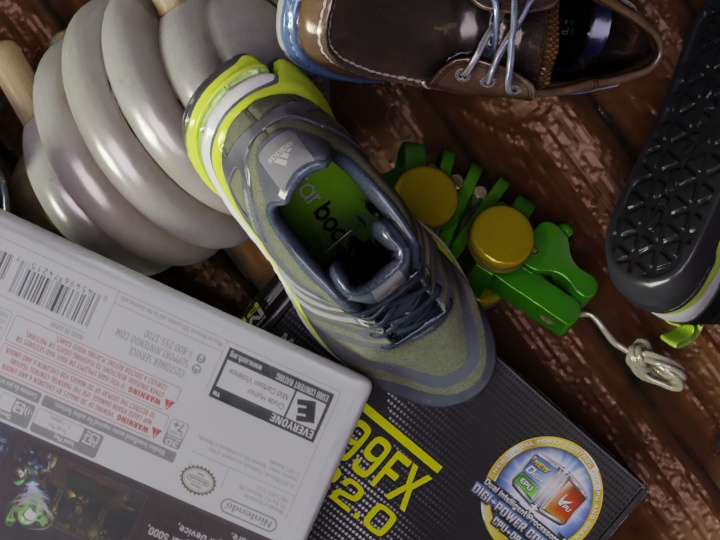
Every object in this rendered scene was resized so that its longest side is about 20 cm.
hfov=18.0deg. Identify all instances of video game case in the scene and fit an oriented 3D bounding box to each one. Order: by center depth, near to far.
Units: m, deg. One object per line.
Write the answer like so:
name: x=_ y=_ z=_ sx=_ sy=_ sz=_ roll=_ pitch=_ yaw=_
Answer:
video game case: x=-0.119 y=0.090 z=0.968 sx=0.199 sy=0.023 sz=0.183 roll=25 pitch=86 yaw=-13

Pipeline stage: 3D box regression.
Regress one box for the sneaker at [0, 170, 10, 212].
sneaker: x=-0.198 y=-0.053 z=1.017 sx=0.074 sy=0.085 sz=0.201 roll=-19 pitch=77 yaw=-27

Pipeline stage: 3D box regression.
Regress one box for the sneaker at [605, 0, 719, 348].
sneaker: x=0.179 y=-0.061 z=1.032 sx=0.072 sy=0.083 sz=0.201 roll=34 pitch=94 yaw=43

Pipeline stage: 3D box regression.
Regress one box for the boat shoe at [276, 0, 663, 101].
boat shoe: x=0.053 y=-0.109 z=0.959 sx=0.072 sy=0.199 sz=0.073 roll=26 pitch=114 yaw=41

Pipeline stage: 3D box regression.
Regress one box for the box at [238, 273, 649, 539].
box: x=0.010 y=0.097 z=1.057 sx=0.200 sy=0.044 sz=0.160 roll=41 pitch=93 yaw=-18

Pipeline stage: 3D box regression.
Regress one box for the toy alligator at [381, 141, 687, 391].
toy alligator: x=0.071 y=-0.012 z=1.058 sx=0.199 sy=0.059 sz=0.055 roll=27 pitch=66 yaw=0

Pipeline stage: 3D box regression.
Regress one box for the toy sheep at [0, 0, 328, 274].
toy sheep: x=-0.082 y=-0.073 z=1.013 sx=0.199 sy=0.138 sz=0.138 roll=-33 pitch=99 yaw=32

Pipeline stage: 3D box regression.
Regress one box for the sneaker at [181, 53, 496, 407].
sneaker: x=0.000 y=0.000 z=0.952 sx=0.074 sy=0.081 sz=0.200 roll=-42 pitch=128 yaw=2
